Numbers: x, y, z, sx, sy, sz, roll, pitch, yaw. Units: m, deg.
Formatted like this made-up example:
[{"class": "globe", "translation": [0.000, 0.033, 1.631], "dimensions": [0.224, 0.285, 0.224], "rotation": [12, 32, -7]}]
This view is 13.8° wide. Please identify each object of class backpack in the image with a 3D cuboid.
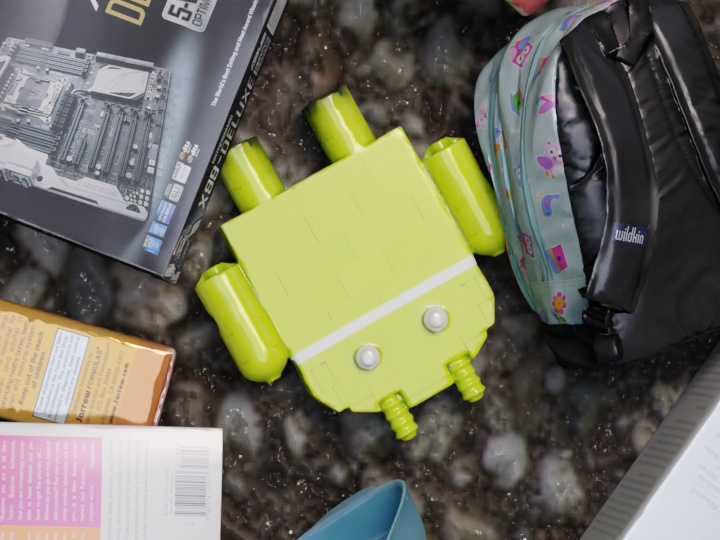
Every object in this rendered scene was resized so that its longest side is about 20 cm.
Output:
[{"class": "backpack", "translation": [0.146, -0.054, 1.692], "dimensions": [0.167, 0.127, 0.200], "rotation": [-19, 95, -35]}]

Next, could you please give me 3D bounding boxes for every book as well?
[{"class": "book", "translation": [-0.175, 0.147, 1.582], "dimensions": [0.200, 0.048, 0.134], "rotation": [3, 82, -9]}]

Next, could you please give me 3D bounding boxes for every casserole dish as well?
[{"class": "casserole dish", "translation": [-0.020, 0.196, 1.651], "dimensions": [0.121, 0.200, 0.039], "rotation": [-34, 108, 32]}]

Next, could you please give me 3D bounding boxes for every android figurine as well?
[{"class": "android figurine", "translation": [0.000, 0.000, 1.727], "dimensions": [0.182, 0.041, 0.200], "rotation": [-27, 89, -6]}]

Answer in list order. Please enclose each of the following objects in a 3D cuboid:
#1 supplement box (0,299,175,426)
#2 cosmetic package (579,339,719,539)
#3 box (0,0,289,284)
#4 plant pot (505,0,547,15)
[{"class": "supplement box", "translation": [-0.209, 0.048, 1.685], "dimensions": [0.200, 0.067, 0.069], "rotation": [15, 87, -5]}, {"class": "cosmetic package", "translation": [0.192, 0.136, 1.710], "dimensions": [0.071, 0.101, 0.200], "rotation": [36, 86, -4]}, {"class": "box", "translation": [-0.143, -0.113, 1.697], "dimensions": [0.157, 0.050, 0.200], "rotation": [22, 87, 7]}, {"class": "plant pot", "translation": [0.097, -0.255, 1.675], "dimensions": [0.200, 0.200, 0.177], "rotation": [41, 96, -3]}]
